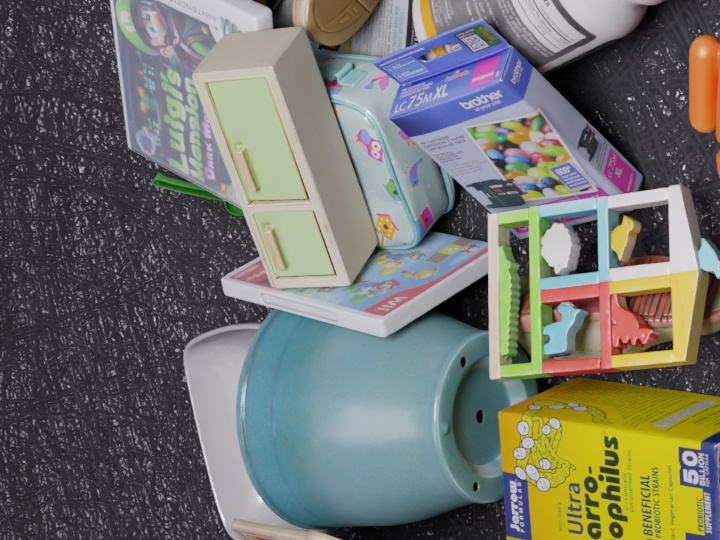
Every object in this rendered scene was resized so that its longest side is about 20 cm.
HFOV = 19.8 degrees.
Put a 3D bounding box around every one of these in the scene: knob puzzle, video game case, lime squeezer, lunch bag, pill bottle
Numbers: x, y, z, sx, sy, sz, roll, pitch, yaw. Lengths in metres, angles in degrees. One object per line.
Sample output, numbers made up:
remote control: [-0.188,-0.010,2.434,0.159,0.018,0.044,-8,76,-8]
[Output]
knob puzzle: [0.009,0.272,1.744,0.218,0.220,0.031,4,63,41]
video game case: [-0.137,-0.155,1.705,0.181,0.023,0.201,28,137,34]
lime squeezer: [-0.087,-0.043,1.820,0.199,0.071,0.038,35,110,-5]
video game case: [0.000,0.000,1.683,0.199,0.143,0.018,13,125,46]
lunch bag: [-0.016,-0.107,1.697,0.199,0.077,0.161,12,132,41]
pill bottle: [0.143,-0.212,1.531,0.199,0.116,0.117,-24,85,42]

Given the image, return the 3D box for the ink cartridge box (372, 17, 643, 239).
ink cartridge box: [0.108,-0.103,1.560,0.119,0.042,0.200,-15,134,43]

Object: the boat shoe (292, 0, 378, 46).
boat shoe: [-0.016,-0.270,1.651,0.069,0.074,0.201,-1,64,49]

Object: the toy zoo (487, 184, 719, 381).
toy zoo: [0.184,0.010,1.539,0.199,0.020,0.132,-7,78,36]

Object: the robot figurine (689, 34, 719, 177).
robot figurine: [0.301,-0.120,1.415,0.142,0.117,0.202,0,105,1]

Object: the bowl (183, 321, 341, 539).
bowl: [-0.068,0.139,1.821,0.200,0.074,0.201,-12,93,59]

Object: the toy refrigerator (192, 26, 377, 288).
toy refrigerator: [-0.058,-0.084,1.617,0.075,0.070,0.201,-1,125,28]

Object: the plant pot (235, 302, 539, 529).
plant pot: [0.034,0.114,1.655,0.187,0.199,0.202,-1,101,43]

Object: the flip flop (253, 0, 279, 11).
flip flop: [-0.087,-0.245,1.695,0.057,0.081,0.201,39,121,11]

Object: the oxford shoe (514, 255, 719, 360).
oxford shoe: [0.206,0.038,1.591,0.199,0.071,0.074,-1,132,37]

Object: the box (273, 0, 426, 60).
box: [-0.004,-0.212,1.706,0.199,0.049,0.083,19,114,37]

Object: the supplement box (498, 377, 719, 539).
supplement box: [0.217,0.157,1.569,0.199,0.109,0.110,5,105,41]
